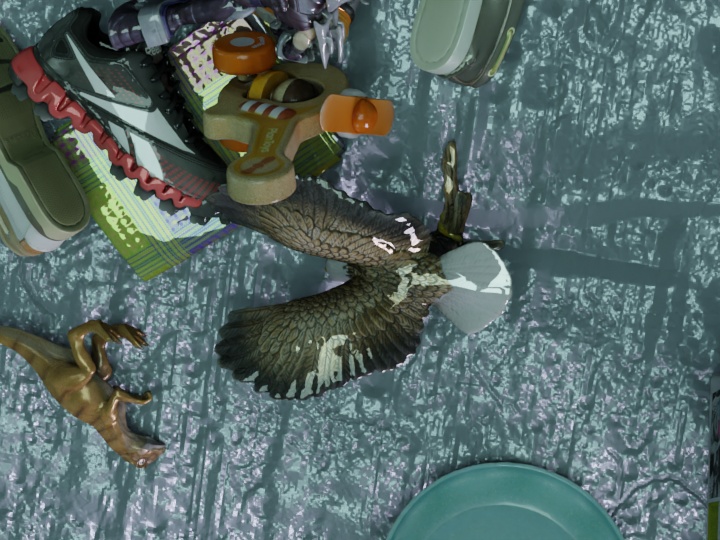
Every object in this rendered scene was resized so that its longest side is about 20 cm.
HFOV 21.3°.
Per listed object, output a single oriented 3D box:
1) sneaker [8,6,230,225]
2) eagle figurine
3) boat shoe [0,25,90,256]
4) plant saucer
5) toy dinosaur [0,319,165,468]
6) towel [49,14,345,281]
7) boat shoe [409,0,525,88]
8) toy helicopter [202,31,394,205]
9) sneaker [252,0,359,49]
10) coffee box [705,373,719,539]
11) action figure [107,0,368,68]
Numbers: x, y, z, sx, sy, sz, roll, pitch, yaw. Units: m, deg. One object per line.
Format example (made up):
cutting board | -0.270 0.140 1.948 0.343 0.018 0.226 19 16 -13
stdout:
sneaker | -0.158 -0.118 1.404 0.200 0.071 0.098 39 105 -3
eagle figurine | -0.004 0.002 1.405 0.151 0.199 0.152 -51 56 49
boat shoe | -0.278 -0.104 1.435 0.068 0.075 0.200 -30 82 37
plant saucer | 0.111 0.248 1.467 0.199 0.036 0.201 1 65 -3
toy dinosaur | -0.226 0.077 1.483 0.200 0.060 0.106 41 104 -5
towel | -0.124 -0.096 1.455 0.200 0.023 0.144 -34 99 11
boat shoe | 0.099 -0.232 1.387 0.060 0.072 0.202 19 92 -41
toy helicopter | -0.048 -0.097 1.336 0.132 0.200 0.079 2 119 6
sneaker | -0.084 -0.238 1.400 0.200 0.078 0.077 31 73 2
coffee box | 0.357 0.180 1.368 0.199 0.198 0.201 4 87 4
action figure | -0.082 -0.200 1.320 0.199 0.069 0.131 3 120 22
